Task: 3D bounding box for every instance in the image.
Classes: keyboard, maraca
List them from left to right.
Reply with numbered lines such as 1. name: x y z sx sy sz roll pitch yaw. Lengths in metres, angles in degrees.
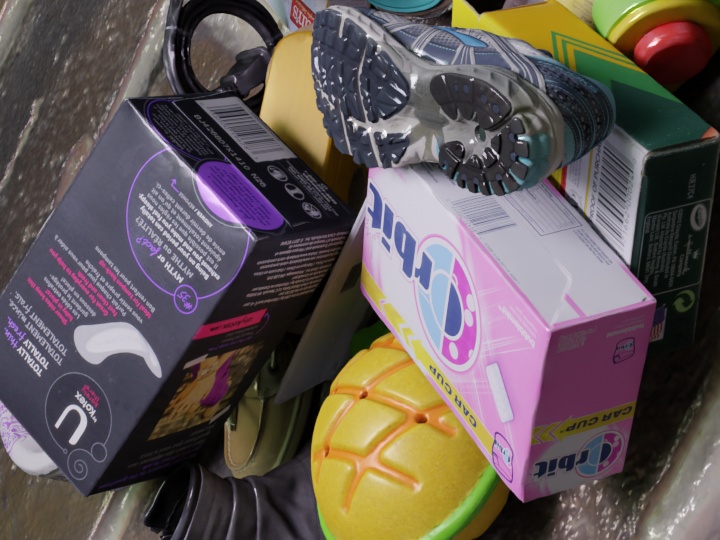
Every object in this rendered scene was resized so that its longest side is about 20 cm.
1. keyboard: 0.000 0.000 1.493 0.011 0.056 0.201 47 133 25
2. maraca: 0.033 0.079 1.456 0.137 0.107 0.201 -20 43 28

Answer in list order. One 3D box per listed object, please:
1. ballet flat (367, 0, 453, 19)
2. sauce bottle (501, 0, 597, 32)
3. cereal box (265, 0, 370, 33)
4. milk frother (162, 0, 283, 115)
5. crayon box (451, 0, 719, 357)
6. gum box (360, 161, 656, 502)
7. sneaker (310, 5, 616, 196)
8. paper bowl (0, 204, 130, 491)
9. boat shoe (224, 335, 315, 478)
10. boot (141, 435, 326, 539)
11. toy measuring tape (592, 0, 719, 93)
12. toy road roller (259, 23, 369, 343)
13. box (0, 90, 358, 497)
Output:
1. ballet flat: 0.069 -0.191 1.548 0.200 0.075 0.068 161 103 -65
2. sauce bottle: 0.125 -0.162 1.461 0.200 0.066 0.066 -43 43 36
3. cereal box: -0.025 -0.256 1.692 0.144 0.039 0.201 54 141 47
4. milk frother: -0.056 -0.191 1.605 0.181 0.200 0.188 -48 27 -11
5. crayon box: 0.112 -0.058 1.386 0.200 0.051 0.128 47 143 47
6. gum box: 0.069 0.009 1.369 0.200 0.066 0.114 52 147 43
7. sneaker: 0.050 -0.089 1.336 0.200 0.086 0.078 29 127 47
8. paper bowl: -0.158 0.048 1.751 0.200 0.104 0.202 -37 45 49
9. boat shoe: -0.071 0.042 1.667 0.073 0.062 0.201 -25 56 49
10. boot: -0.050 0.129 1.531 0.070 0.131 0.201 33 104 57
11. toy measuring tape: 0.138 -0.115 1.417 0.200 0.073 0.074 -44 43 38
12. toy road roller: -0.064 -0.051 1.591 0.145 0.123 0.201 11 80 19
13. box: -0.114 0.012 1.481 0.122 0.106 0.200 46 118 20
